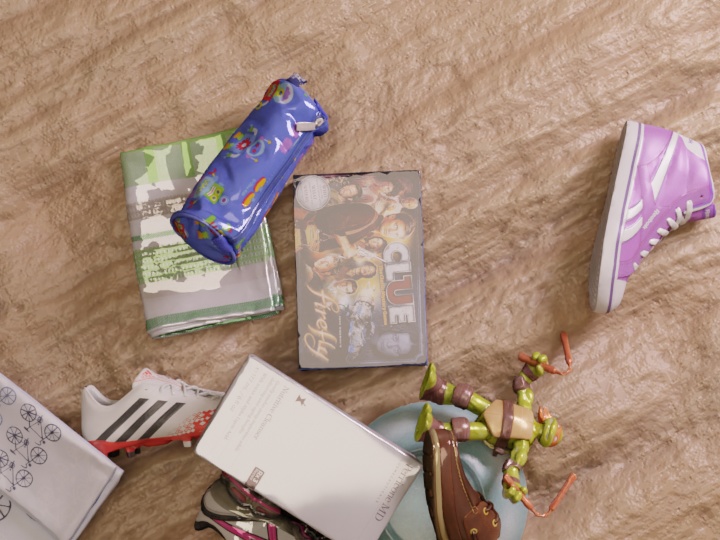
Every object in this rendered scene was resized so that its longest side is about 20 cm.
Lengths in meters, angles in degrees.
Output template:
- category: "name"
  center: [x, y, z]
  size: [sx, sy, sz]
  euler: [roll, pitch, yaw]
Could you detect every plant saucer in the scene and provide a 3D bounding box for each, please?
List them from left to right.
- category: "plant saucer"
  center: [0.072, 0.235, 1.482]
  size: [0.199, 0.039, 0.203]
  euler: [0, 85, 3]

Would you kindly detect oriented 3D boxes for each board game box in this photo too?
- category: "board game box"
  center: [0.000, 0.000, 1.509]
  size: [0.134, 0.035, 0.202]
  euler: [-3, 85, 2]

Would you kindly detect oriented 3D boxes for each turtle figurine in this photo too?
- category: "turtle figurine"
  center: [0.139, 0.143, 1.466]
  size: [0.160, 0.064, 0.202]
  euler: [14, 64, -6]

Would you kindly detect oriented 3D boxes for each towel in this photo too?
- category: "towel"
  center: [-0.168, -0.040, 1.523]
  size: [0.148, 0.031, 0.202]
  euler: [-11, 84, 1]

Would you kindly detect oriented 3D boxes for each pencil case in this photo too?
- category: "pencil case"
  center: [-0.106, -0.101, 1.476]
  size: [0.201, 0.086, 0.078]
  euler: [-55, 129, -18]

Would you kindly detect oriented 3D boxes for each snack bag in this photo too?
- category: "snack bag"
  center: [-0.366, 0.224, 1.490]
  size: [0.188, 0.021, 0.201]
  euler: [37, 101, 6]

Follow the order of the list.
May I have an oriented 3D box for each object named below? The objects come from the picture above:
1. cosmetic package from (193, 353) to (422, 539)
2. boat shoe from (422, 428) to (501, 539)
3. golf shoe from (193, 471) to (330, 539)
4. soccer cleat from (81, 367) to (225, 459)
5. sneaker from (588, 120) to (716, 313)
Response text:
- category: "cosmetic package"
  center: [-0.052, 0.179, 1.420]
  size: [0.199, 0.081, 0.113]
  euler: [31, 86, -3]
- category: "boat shoe"
  center: [0.101, 0.240, 1.414]
  size: [0.067, 0.072, 0.202]
  euler: [-12, 110, -2]
- category: "golf shoe"
  center: [-0.078, 0.284, 1.473]
  size: [0.200, 0.073, 0.092]
  euler: [39, 102, 13]
- category: "soccer cleat"
  center: [-0.191, 0.138, 1.489]
  size: [0.198, 0.069, 0.086]
  euler: [-12, 92, 6]
- category: "sneaker"
  center: [0.301, -0.045, 1.484]
  size: [0.113, 0.073, 0.202]
  euler: [15, 85, 1]
